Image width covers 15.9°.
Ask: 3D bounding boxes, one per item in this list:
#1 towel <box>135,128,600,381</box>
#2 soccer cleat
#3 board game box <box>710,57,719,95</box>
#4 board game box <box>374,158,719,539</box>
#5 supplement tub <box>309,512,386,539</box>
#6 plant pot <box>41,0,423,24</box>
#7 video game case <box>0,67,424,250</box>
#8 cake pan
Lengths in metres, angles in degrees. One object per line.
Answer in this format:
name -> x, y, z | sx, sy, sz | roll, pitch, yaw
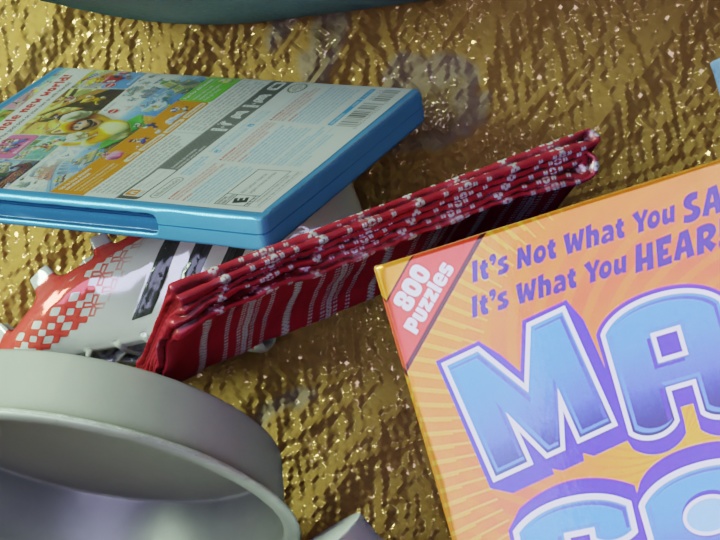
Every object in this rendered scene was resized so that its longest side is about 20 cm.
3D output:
towel -> 0.000, 0.000, 1.102 | 0.199, 0.145, 0.023 | -21, 80, -14
soccer cleat -> -0.084, 0.015, 1.193 | 0.199, 0.069, 0.085 | -35, 72, 4
board game box -> 0.213, 0.007, 0.945 | 0.135, 0.034, 0.202 | -12, 83, -32
board game box -> 0.144, 0.068, 1.073 | 0.198, 0.200, 0.202 | -17, 85, 12
supplement tub -> 0.010, 0.219, 1.094 | 0.144, 0.144, 0.201 | -36, 91, 9
plant pot -> -0.097, -0.203, 1.147 | 0.199, 0.196, 0.198 | -12, 86, 21
video game case -> -0.091, -0.052, 1.138 | 0.199, 0.143, 0.018 | 6, 118, 29
cake pan -> -0.122, 0.086, 1.144 | 0.199, 0.201, 0.037 | 4, 65, 12
